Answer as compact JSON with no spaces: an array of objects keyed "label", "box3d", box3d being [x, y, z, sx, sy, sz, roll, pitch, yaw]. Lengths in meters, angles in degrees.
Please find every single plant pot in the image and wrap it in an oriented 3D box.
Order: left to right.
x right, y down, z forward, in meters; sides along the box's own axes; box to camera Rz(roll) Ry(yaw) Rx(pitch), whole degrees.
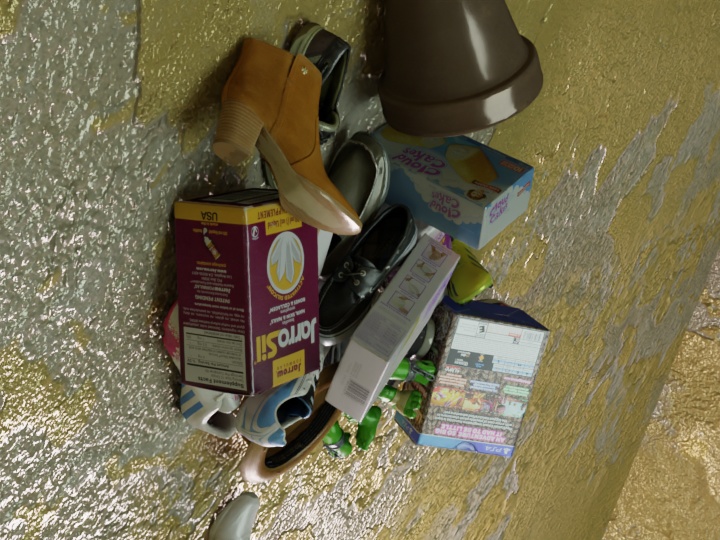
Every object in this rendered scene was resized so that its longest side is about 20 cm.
[{"label":"plant pot","box3d":[0.106,-0.279,1.493,0.200,0.199,0.176,-41,131,-35]}]

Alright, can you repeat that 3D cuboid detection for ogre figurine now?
[{"label":"ogre figurine","box3d":[-0.002,0.179,1.774,0.119,0.199,0.099,31,46,-31]}]

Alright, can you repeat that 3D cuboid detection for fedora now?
[{"label":"fedora","box3d":[-0.098,0.179,1.640,0.200,0.082,0.201,-40,155,-23]}]

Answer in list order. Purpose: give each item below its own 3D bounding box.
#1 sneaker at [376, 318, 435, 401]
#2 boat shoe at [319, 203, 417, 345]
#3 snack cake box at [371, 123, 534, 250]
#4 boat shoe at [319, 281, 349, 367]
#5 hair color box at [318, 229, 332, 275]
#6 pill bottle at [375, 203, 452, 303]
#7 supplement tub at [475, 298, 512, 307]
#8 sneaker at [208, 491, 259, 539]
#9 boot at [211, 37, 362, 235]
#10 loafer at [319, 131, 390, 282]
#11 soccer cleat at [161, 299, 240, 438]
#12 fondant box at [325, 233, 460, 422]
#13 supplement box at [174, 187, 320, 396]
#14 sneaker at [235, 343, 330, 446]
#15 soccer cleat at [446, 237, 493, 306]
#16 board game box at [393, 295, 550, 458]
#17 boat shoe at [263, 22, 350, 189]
[{"label":"sneaker","box3d":[0.019,0.112,1.826,0.200,0.105,0.075,125,-22,-47]},{"label":"boat shoe","box3d":[0.000,0.000,1.539,0.200,0.068,0.057,-53,159,-22]},{"label":"snack cake box","box3d":[0.102,-0.117,1.594,0.115,0.199,0.068,-37,144,-41]},{"label":"boat shoe","box3d":[-0.019,0.045,1.667,0.072,0.071,0.201,-41,152,-55]},{"label":"hair color box","box3d":[-0.101,0.009,1.506,0.109,0.064,0.202,-16,127,-56]},{"label":"pill bottle","box3d":[0.068,-0.029,1.713,0.112,0.112,0.201,-50,153,-22]},{"label":"supplement tub","box3d":[0.169,0.119,2.003,0.199,0.140,0.141,-4,119,-59]},{"label":"sneaker","box3d":[-0.175,0.397,1.724,0.070,0.080,0.202,15,101,-61]},{"label":"boot","box3d":[-0.057,-0.141,1.322,0.201,0.071,0.145,35,58,-28]},{"label":"loafer","box3d":[-0.023,-0.072,1.553,0.070,0.075,0.201,-17,130,-60]},{"label":"soccer cleat","box3d":[-0.171,0.111,1.451,0.070,0.086,0.201,-42,147,-33]},{"label":"fondant box","box3d":[0.040,0.070,1.582,0.200,0.058,0.145,-55,172,-39]},{"label":"supplement box","box3d":[-0.120,0.019,1.373,0.131,0.102,0.202,-18,111,-55]},{"label":"sneaker","box3d":[-0.074,0.135,1.512,0.200,0.072,0.072,-54,161,-42]},{"label":"soccer cleat","box3d":[0.136,-0.009,1.811,0.064,0.084,0.200,-31,-164,3]},{"label":"board game box","box3d":[0.158,0.151,1.834,0.158,0.097,0.202,11,103,-22]},{"label":"boat shoe","box3d":[-0.056,-0.170,1.413,0.072,0.066,0.202,-25,136,-51]}]
